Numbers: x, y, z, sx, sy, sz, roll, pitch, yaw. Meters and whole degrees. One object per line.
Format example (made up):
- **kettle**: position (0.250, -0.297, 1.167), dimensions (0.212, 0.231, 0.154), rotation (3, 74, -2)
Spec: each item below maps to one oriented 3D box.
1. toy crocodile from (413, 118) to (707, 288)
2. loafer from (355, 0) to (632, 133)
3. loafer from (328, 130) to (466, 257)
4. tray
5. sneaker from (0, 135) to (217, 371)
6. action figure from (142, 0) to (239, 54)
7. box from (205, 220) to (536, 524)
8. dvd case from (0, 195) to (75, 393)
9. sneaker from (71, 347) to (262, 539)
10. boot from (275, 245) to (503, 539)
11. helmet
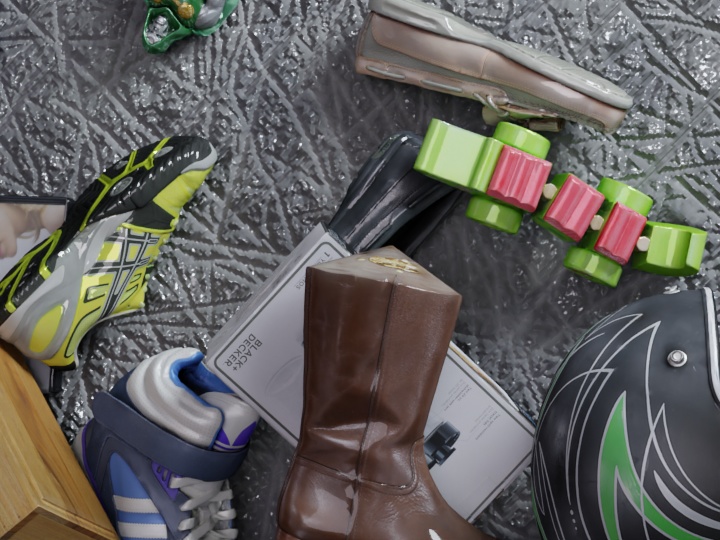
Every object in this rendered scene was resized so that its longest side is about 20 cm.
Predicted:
- **toy crocodile**: position (0.130, -0.044, 0.896), dimensions (0.199, 0.062, 0.068), rotation (26, 89, -5)
- **loafer**: position (0.086, -0.129, 0.934), dimensions (0.199, 0.072, 0.063), rotation (27, 106, 20)
- **loafer**: position (0.000, 0.000, 0.929), dimensions (0.070, 0.068, 0.201), rotation (34, 88, 23)
- **tray**: position (-0.233, 0.100, 0.902), dimensions (0.037, 0.099, 0.200), rotation (-38, 57, 3)
- **sneaker**: position (-0.174, -0.016, 0.978), dimensions (0.200, 0.075, 0.076), rotation (-44, 116, -5)
- **action figure**: position (-0.105, -0.246, 0.993), dimensions (0.117, 0.055, 0.201), rotation (28, 94, 11)
- **box**: position (0.010, 0.079, 0.885), dimensions (0.200, 0.060, 0.117), rotation (42, 93, -10)
- **dvd case**: position (-0.310, 0.014, 1.022), dimensions (0.198, 0.018, 0.144), rotation (2, 84, 13)
- **sneaker**: position (-0.106, 0.150, 0.908), dimensions (0.146, 0.080, 0.201), rotation (-41, 69, 31)
- **boot**: position (0.045, 0.092, 0.833), dimensions (0.185, 0.064, 0.202), rotation (9, 94, -9)
- **helmet**: position (0.193, 0.118, 0.814), dimensions (0.190, 0.200, 0.201), rotation (29, 90, 7)
